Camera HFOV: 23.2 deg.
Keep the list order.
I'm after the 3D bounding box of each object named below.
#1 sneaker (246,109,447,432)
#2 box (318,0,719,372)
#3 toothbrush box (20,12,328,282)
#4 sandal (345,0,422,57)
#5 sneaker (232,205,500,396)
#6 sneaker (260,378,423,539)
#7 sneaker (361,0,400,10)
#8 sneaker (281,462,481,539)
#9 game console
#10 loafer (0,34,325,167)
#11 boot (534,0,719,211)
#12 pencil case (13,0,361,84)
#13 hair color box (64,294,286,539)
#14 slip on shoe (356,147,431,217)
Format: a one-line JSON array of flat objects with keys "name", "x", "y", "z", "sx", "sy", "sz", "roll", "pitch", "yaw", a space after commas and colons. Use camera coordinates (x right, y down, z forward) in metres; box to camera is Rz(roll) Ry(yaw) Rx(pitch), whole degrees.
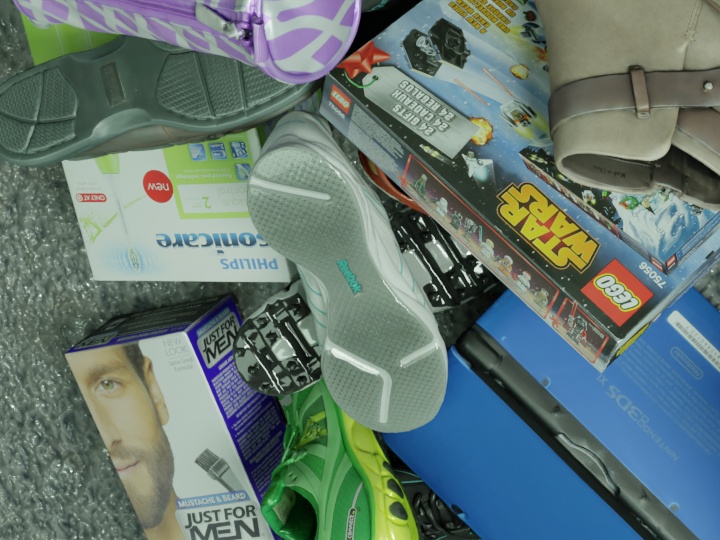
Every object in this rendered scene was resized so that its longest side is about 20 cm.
[{"name": "sneaker", "x": 0.000, "y": 0.000, "z": 0.958, "sx": 0.070, "sy": 0.080, "sz": 0.200, "roll": -15, "pitch": 120, "yaw": 13}, {"name": "box", "x": 0.096, "y": -0.063, "z": 0.887, "sx": 0.200, "sy": 0.137, "sz": 0.040, "roll": 44, "pitch": 155, "yaw": 14}, {"name": "toothbrush box", "x": -0.104, "y": -0.100, "z": 1.044, "sx": 0.145, "sy": 0.086, "sz": 0.200, "roll": 1, "pitch": 116, "yaw": 28}, {"name": "sandal", "x": 0.058, "y": -0.109, "z": 0.973, "sx": 0.200, "sy": 0.043, "sz": 0.076, "roll": 25, "pitch": 123, "yaw": 17}, {"name": "sneaker", "x": 0.016, "y": 0.001, "z": 1.039, "sx": 0.200, "sy": 0.091, "sz": 0.067, "roll": -30, "pitch": 99, "yaw": 11}, {"name": "sneaker", "x": -0.027, "y": 0.116, "z": 1.056, "sx": 0.083, "sy": 0.200, "sz": 0.074, "roll": -25, "pitch": 123, "yaw": -1}, {"name": "sneaker", "x": -0.036, "y": -0.220, "z": 0.941, "sx": 0.075, "sy": 0.079, "sz": 0.200, "roll": -32, "pitch": 75, "yaw": 27}, {"name": "sneaker", "x": 0.039, "y": 0.152, "z": 1.097, "sx": 0.200, "sy": 0.079, "sz": 0.076, "roll": -13, "pitch": 106, "yaw": 32}, {"name": "game console", "x": 0.139, "y": 0.094, "z": 1.013, "sx": 0.200, "sy": 0.171, "sz": 0.118, "roll": 45, "pitch": 169, "yaw": 2}, {"name": "loafer", "x": -0.106, "y": -0.100, "z": 0.963, "sx": 0.200, "sy": 0.063, "sz": 0.072, "roll": -11, "pitch": 81, "yaw": 17}, {"name": "boot", "x": 0.117, "y": -0.112, "z": 0.856, "sx": 0.200, "sy": 0.146, "sz": 0.070, "roll": 15, "pitch": 155, "yaw": 4}, {"name": "pencil case", "x": -0.092, "y": -0.145, "z": 0.879, "sx": 0.200, "sy": 0.085, "sz": 0.084, "roll": 17, "pitch": 138, "yaw": 38}, {"name": "hair color box", "x": -0.105, "y": 0.124, "z": 1.174, "sx": 0.109, "sy": 0.065, "sz": 0.200, "roll": -12, "pitch": 106, "yaw": 34}, {"name": "slip on shoe", "x": 0.091, "y": -0.036, "z": 0.933, "sx": 0.200, "sy": 0.061, "sz": 0.074, "roll": 23, "pitch": 99, "yaw": 0}]
